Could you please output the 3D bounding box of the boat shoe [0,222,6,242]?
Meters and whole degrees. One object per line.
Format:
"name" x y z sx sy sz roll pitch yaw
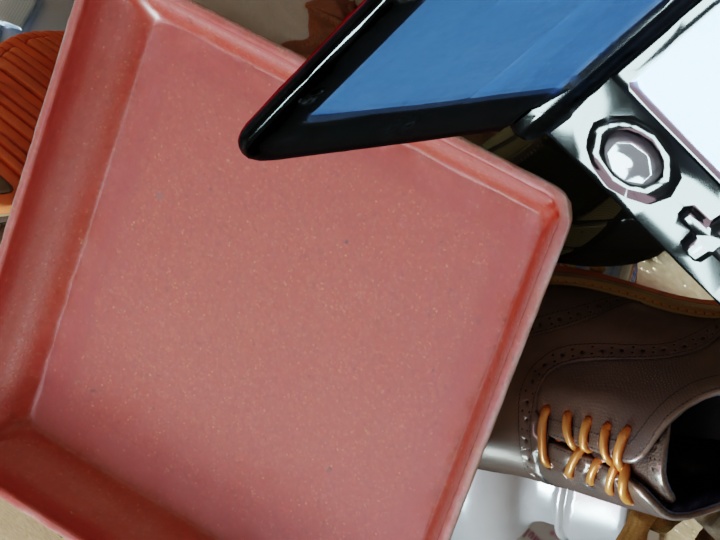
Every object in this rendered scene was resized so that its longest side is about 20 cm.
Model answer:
"boat shoe" -0.105 -0.024 1.151 0.200 0.072 0.068 -9 -104 -66

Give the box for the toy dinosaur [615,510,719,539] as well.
"toy dinosaur" 0.132 0.079 1.028 0.060 0.106 0.200 19 156 31

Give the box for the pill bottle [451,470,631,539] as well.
"pill bottle" 0.025 0.046 1.094 0.200 0.111 0.111 16 150 17

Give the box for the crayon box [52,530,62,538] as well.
"crayon box" -0.110 0.043 1.217 0.119 0.058 0.200 41 -160 15

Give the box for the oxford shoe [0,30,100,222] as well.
"oxford shoe" -0.105 -0.052 1.054 0.071 0.200 0.073 42 125 9

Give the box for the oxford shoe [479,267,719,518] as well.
"oxford shoe" 0.083 0.045 0.934 0.200 0.073 0.071 -4 118 16

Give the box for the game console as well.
"game console" 0.096 -0.047 0.751 0.172 0.119 0.200 45 141 -3

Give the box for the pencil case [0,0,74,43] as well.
"pencil case" -0.151 -0.079 1.253 0.091 0.083 0.200 47 158 -9

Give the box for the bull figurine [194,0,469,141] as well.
"bull figurine" -0.026 -0.090 0.975 0.200 0.065 0.121 39 154 6

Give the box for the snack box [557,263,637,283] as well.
"snack box" 0.000 0.000 1.024 0.200 0.072 0.024 7 116 11

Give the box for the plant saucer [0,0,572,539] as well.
"plant saucer" -0.035 0.020 0.940 0.200 0.037 0.200 28 112 24

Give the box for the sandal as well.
"sandal" 0.086 -0.059 0.906 0.080 0.057 0.201 15 146 -13

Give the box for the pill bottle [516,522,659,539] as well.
"pill bottle" 0.029 0.155 1.199 0.113 0.200 0.113 37 158 18
